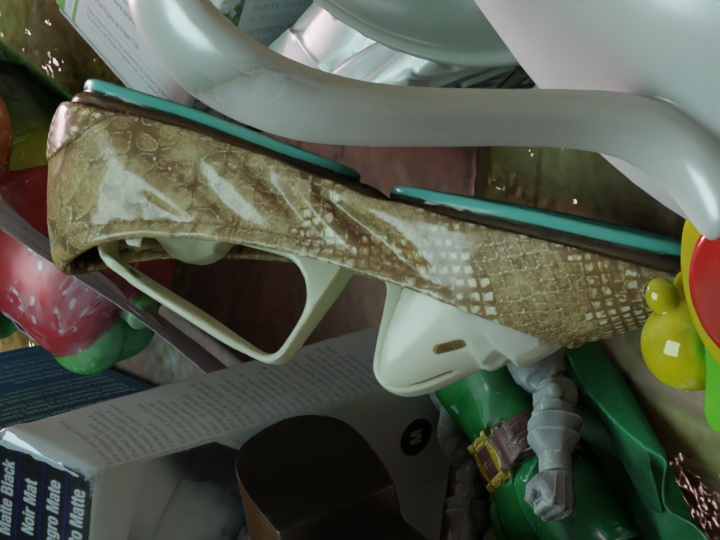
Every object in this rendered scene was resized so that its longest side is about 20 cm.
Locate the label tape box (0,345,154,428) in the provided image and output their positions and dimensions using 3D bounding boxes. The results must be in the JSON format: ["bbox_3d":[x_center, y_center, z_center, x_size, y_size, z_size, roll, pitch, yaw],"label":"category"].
[{"bbox_3d":[-0.112,0.088,0.991,0.200,0.144,0.063,18,115,50],"label":"label tape box"}]

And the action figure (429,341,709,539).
[{"bbox_3d":[0.057,0.074,0.842,0.118,0.055,0.200,-52,55,50],"label":"action figure"}]

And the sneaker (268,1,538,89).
[{"bbox_3d":[0.037,-0.103,0.803,0.200,0.078,0.100,-32,68,43],"label":"sneaker"}]

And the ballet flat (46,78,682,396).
[{"bbox_3d":[0.000,0.000,0.820,0.200,0.071,0.065,15,88,19],"label":"ballet flat"}]

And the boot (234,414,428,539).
[{"bbox_3d":[0.023,0.166,0.836,0.186,0.064,0.200,-114,10,-54],"label":"boot"}]

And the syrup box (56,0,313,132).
[{"bbox_3d":[-0.019,-0.142,0.850,0.081,0.079,0.200,48,135,34],"label":"syrup box"}]

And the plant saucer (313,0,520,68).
[{"bbox_3d":[0.009,-0.146,0.715,0.200,0.050,0.201,16,114,40],"label":"plant saucer"}]

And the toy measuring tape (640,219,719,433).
[{"bbox_3d":[0.140,-0.013,0.693,0.200,0.073,0.074,-23,82,45],"label":"toy measuring tape"}]

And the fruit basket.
[{"bbox_3d":[-0.120,-0.014,0.957,0.094,0.185,0.200,-49,48,3],"label":"fruit basket"}]

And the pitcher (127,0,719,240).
[{"bbox_3d":[0.061,-0.063,0.602,0.200,0.172,0.121,32,150,-7],"label":"pitcher"}]

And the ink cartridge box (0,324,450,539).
[{"bbox_3d":[-0.064,0.128,0.894,0.041,0.200,0.200,33,127,44],"label":"ink cartridge box"}]
